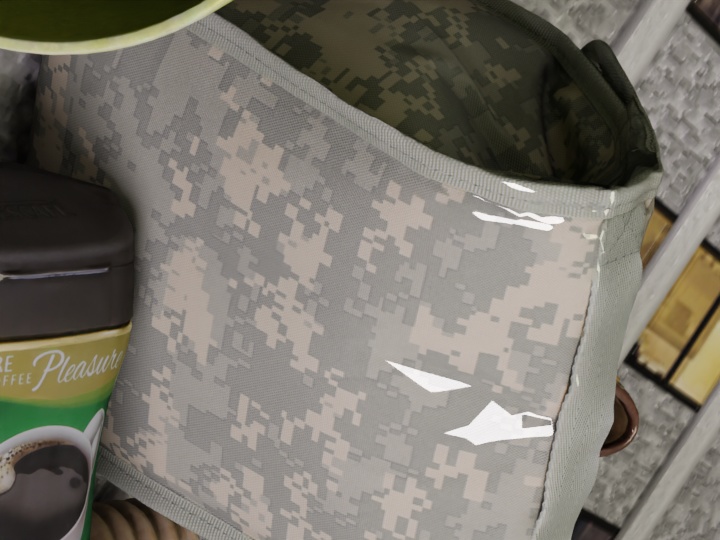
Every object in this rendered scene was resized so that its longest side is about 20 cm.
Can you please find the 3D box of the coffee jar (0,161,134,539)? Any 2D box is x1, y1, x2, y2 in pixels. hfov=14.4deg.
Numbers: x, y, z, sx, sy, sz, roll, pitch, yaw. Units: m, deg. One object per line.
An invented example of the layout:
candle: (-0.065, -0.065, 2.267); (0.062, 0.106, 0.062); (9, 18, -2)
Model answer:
coffee jar: (-0.122, 0.069, 0.793); (0.104, 0.085, 0.201); (-5, 106, -53)

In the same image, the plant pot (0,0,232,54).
plant pot: (-0.026, -0.162, 0.687); (0.200, 0.186, 0.188); (-26, 139, -58)

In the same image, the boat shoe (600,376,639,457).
boat shoe: (0.043, 0.038, 1.041); (0.072, 0.072, 0.200); (-59, 149, 5)

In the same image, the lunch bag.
lunch bag: (0.000, 0.000, 0.826); (0.117, 0.200, 0.165); (-20, 133, -43)

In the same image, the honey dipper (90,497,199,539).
honey dipper: (-0.131, 0.096, 0.897); (0.199, 0.038, 0.038); (0, 119, -49)
